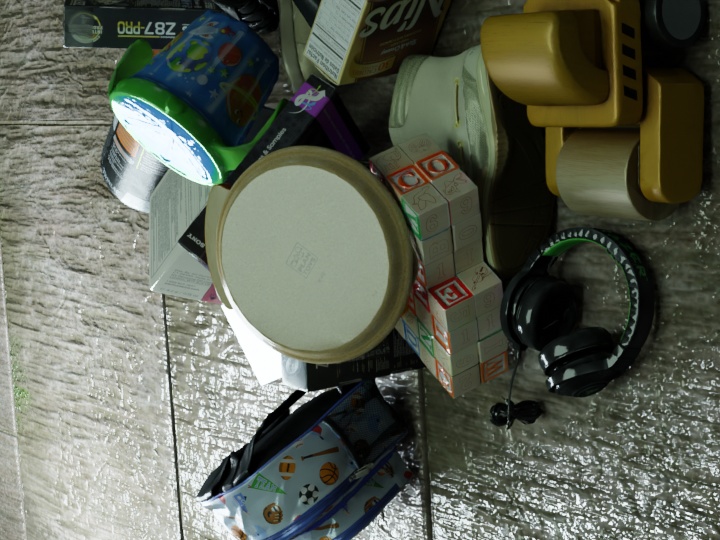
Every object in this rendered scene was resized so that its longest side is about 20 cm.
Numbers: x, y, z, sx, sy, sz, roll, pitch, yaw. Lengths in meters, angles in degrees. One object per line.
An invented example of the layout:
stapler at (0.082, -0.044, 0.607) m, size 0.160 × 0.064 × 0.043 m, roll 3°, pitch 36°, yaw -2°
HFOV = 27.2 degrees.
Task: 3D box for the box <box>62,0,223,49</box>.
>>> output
box at (-0.228, -0.274, 1.571) m, size 0.200 × 0.160 × 0.049 m, roll -113°, pitch 26°, yaw -68°

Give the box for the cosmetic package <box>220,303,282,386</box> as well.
cosmetic package at (-0.056, 0.042, 1.507) m, size 0.200 × 0.071 × 0.102 m, roll -27°, pitch 90°, yaw 59°

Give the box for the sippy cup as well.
sippy cup at (-0.149, -0.173, 1.429) m, size 0.178 × 0.131 × 0.140 m, roll 37°, pitch 162°, yaw -4°

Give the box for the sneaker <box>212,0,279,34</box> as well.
sneaker at (-0.110, -0.280, 1.493) m, size 0.200 × 0.076 × 0.091 m, roll -68°, pitch -42°, yaw -75°

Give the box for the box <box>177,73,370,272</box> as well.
box at (-0.078, -0.074, 1.403) m, size 0.036 × 0.143 × 0.200 m, roll 35°, pitch 83°, yaw 21°

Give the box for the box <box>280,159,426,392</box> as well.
box at (0.000, 0.000, 1.376) m, size 0.043 × 0.160 × 0.201 m, roll 11°, pitch 107°, yaw 53°

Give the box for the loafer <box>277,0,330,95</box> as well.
loafer at (-0.047, -0.263, 1.465) m, size 0.076 × 0.068 × 0.201 m, roll 71°, pitch -168°, yaw -70°

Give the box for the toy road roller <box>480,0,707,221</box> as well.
toy road roller at (0.169, -0.135, 1.125) m, size 0.123 × 0.146 × 0.201 m, roll 8°, pitch 103°, yaw 54°

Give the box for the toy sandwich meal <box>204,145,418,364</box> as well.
toy sandwich meal at (-0.040, -0.014, 1.268) m, size 0.204 × 0.070 × 0.206 m, roll 6°, pitch 103°, yaw 24°

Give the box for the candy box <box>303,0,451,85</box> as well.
candy box at (0.034, -0.265, 1.305) m, size 0.056 × 0.116 × 0.200 m, roll 45°, pitch 132°, yaw 27°

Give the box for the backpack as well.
backpack at (-0.058, 0.204, 1.476) m, size 0.154 × 0.190 × 0.200 m, roll 56°, pitch 141°, yaw 6°

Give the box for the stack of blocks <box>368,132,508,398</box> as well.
stack of blocks at (0.068, -0.002, 1.277) m, size 0.115 × 0.058 × 0.200 m, roll 50°, pitch 158°, yaw 42°

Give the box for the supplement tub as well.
supplement tub at (-0.211, -0.162, 1.649) m, size 0.123 × 0.122 × 0.200 m, roll 65°, pitch 148°, yaw 21°

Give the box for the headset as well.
headset at (0.173, 0.057, 1.245) m, size 0.200 × 0.094 × 0.124 m, roll -55°, pitch 53°, yaw 25°

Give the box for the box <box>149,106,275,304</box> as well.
box at (-0.139, -0.069, 1.570) m, size 0.200 × 0.109 × 0.128 m, roll -46°, pitch 40°, yaw 48°

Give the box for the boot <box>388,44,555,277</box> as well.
boot at (0.092, -0.096, 1.306) m, size 0.154 × 0.072 × 0.201 m, roll 4°, pitch 101°, yaw 56°

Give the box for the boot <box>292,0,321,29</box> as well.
boot at (-0.027, -0.334, 1.398) m, size 0.168 × 0.200 × 0.076 m, roll 47°, pitch 151°, yaw -12°
